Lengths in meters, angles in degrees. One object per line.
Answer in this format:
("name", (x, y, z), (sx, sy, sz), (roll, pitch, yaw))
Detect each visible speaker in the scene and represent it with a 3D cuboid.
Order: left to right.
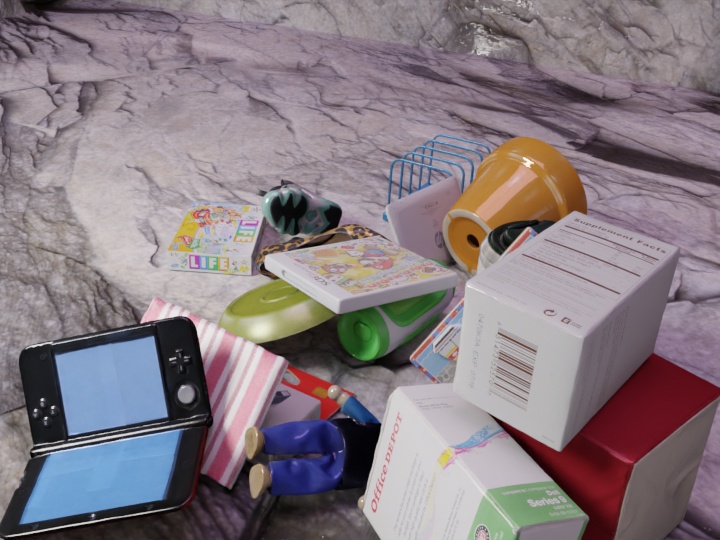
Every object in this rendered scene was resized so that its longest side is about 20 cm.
("speaker", (0.054, 0.050, 1.104), (0.087, 0.090, 0.199), (21, 31, 29))

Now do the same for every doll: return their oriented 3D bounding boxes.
("doll", (-0.020, 0.187, 0.836), (0.196, 0.049, 0.139), (3, 56, -27))

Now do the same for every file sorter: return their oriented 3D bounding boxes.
("file sorter", (0.151, -0.166, 1.493), (0.137, 0.125, 0.200), (18, 30, 24))

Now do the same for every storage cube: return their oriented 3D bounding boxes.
("storage cube", (0.224, 0.174, 0.796), (0.198, 0.174, 0.179), (-19, 35, -37))

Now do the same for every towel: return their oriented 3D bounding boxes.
("towel", (-0.185, 0.129, 0.874), (0.197, 0.148, 0.030), (22, -10, 23))

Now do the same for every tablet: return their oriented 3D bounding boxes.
("tablet", (0.120, -0.070, 1.308), (0.014, 0.133, 0.199), (-10, 12, 44))

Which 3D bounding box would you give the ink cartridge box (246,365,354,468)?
("ink cartridge box", (-0.130, 0.140, 0.949), (0.197, 0.046, 0.176), (19, 32, 25))

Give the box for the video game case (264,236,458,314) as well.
("video game case", (0.000, 0.000, 1.064), (0.197, 0.023, 0.181), (-11, 25, -35))

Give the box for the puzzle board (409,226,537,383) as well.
("puzzle board", (0.174, 0.076, 0.897), (0.150, 0.200, 0.017), (41, 6, -14))

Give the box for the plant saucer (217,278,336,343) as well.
("plant saucer", (-0.105, 0.044, 1.073), (0.196, 0.032, 0.200), (-16, 16, 4))

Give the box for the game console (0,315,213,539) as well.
("game console", (-0.258, 0.149, 0.790), (0.196, 0.176, 0.119), (-11, 0, 5))

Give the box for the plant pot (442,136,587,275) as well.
("plant pot", (0.238, -0.088, 1.303), (0.182, 0.203, 0.199), (-35, 44, -30))

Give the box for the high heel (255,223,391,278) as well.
("high heel", (-0.059, -0.021, 1.227), (0.196, 0.073, 0.142), (-2, 16, 26))

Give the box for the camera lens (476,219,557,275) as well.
("camera lens", (0.220, 0.050, 1.002), (0.156, 0.204, 0.161), (3, 26, -2))

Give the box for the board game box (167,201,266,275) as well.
("board game box", (-0.233, -0.057, 1.323), (0.131, 0.035, 0.201), (4, 27, -2))

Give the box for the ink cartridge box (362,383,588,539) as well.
("ink cartridge box", (0.091, 0.216, 0.713), (0.086, 0.148, 0.200), (0, 25, -31))

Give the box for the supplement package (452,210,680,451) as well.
("supplement package", (0.188, 0.045, 0.723), (0.116, 0.119, 0.199), (25, 36, 34))

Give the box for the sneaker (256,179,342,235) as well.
("sneaker", (-0.136, -0.115, 1.358), (0.139, 0.079, 0.199), (28, 8, 31))
